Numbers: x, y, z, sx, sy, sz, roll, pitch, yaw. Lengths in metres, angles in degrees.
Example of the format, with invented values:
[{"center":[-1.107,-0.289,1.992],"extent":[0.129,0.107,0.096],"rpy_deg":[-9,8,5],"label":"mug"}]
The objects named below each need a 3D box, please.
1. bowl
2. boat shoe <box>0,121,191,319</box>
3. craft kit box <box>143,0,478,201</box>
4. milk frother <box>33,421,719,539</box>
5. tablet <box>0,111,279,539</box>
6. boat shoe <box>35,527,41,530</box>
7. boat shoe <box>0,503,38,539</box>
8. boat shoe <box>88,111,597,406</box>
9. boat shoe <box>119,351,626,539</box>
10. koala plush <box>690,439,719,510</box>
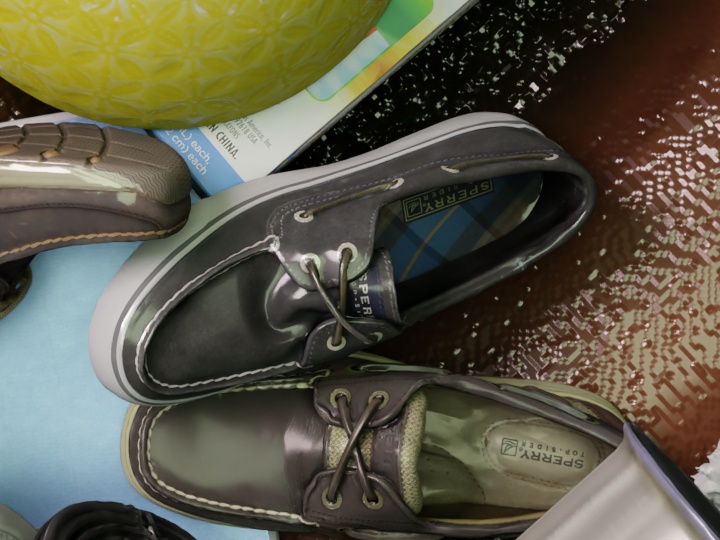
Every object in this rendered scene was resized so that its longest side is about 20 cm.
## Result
[{"center":[-0.069,-0.155,0.812],"extent":[0.199,0.108,0.201],"rpy_deg":[0,86,-4],"label":"bowl"},{"center":[-0.147,-0.011,0.854],"extent":[0.199,0.074,0.074],"rpy_deg":[-1,103,27],"label":"boat shoe"},{"center":[-0.043,-0.157,0.889],"extent":[0.197,0.049,0.200],"rpy_deg":[-40,91,-4],"label":"craft kit box"},{"center":[0.021,0.115,0.746],"extent":[0.188,0.181,0.200],"rpy_deg":[-42,104,5],"label":"milk frother"},{"center":[-0.108,0.040,0.903],"extent":[0.130,0.014,0.201],"rpy_deg":[-10,89,-3],"label":"tablet"},{"center":[-0.102,0.195,0.877],"extent":[0.071,0.070,0.201],"rpy_deg":[-26,96,10],"label":"boat shoe"},{"center":[-0.096,0.165,0.814],"extent":[0.074,0.065,0.202],"rpy_deg":[-40,98,-19],"label":"boat shoe"},{"center":[0.000,0.000,0.854],"extent":[0.200,0.066,0.070],"rpy_deg":[-21,116,-25],"label":"boat shoe"},{"center":[0.012,0.064,0.878],"extent":[0.199,0.065,0.073],"rpy_deg":[0,88,-10],"label":"boat shoe"},{"center":[0.230,0.054,0.857],"extent":[0.177,0.184,0.200],"rpy_deg":[42,99,-2],"label":"koala plush"}]
